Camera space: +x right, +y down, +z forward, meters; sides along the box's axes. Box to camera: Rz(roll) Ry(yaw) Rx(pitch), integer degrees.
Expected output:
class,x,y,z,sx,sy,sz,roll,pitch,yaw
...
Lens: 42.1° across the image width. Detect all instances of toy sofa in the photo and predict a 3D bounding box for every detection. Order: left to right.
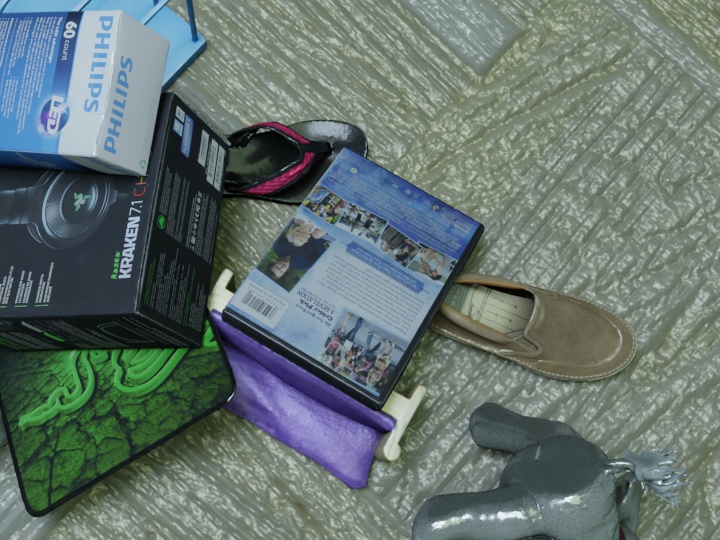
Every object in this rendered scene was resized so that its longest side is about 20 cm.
class,x,y,z,sx,sy,sz,roll,pitch,yaw
toy sofa,-0.053,0.094,0.766,0.199,0.083,0.098,31,76,1

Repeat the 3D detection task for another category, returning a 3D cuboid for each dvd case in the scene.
class,x,y,z,sx,sy,sz,roll,pitch,yaw
dvd case,0.000,0.000,0.757,0.142,0.018,0.200,30,57,6

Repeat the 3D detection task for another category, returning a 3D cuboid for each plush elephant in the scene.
class,x,y,z,sx,sy,sz,roll,pitch,yaw
plush elephant,0.165,0.209,0.742,0.199,0.165,0.156,-5,117,25

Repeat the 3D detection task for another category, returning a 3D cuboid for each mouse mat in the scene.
class,x,y,z,sx,sy,sz,roll,pitch,yaw
mouse mat,-0.202,0.079,0.736,0.199,0.008,0.162,-31,62,8

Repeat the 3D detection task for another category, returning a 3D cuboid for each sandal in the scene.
class,x,y,z,sx,sy,sz,roll,pitch,yaw
sandal,-0.089,-0.096,0.822,0.199,0.045,0.076,-5,78,-7

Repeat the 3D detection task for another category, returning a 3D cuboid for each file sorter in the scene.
class,x,y,z,sx,sy,sz,roll,pitch,yaw
file sorter,-0.254,-0.231,0.795,0.200,0.123,0.139,40,77,3

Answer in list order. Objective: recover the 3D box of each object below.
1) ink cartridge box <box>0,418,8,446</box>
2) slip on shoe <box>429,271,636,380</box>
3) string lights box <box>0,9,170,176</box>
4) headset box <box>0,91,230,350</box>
class,x,y,z,sx,sy,sz,roll,pitch,yaw
ink cartridge box,-0.333,0.061,0.683,0.047,0.200,0.161,-28,82,-10
slip on shoe,0.147,0.044,0.809,0.199,0.061,0.076,19,76,-2
string lights box,-0.243,-0.129,0.680,0.199,0.059,0.103,7,84,25
headset box,-0.218,-0.033,0.729,0.199,0.093,0.175,-2,69,22
